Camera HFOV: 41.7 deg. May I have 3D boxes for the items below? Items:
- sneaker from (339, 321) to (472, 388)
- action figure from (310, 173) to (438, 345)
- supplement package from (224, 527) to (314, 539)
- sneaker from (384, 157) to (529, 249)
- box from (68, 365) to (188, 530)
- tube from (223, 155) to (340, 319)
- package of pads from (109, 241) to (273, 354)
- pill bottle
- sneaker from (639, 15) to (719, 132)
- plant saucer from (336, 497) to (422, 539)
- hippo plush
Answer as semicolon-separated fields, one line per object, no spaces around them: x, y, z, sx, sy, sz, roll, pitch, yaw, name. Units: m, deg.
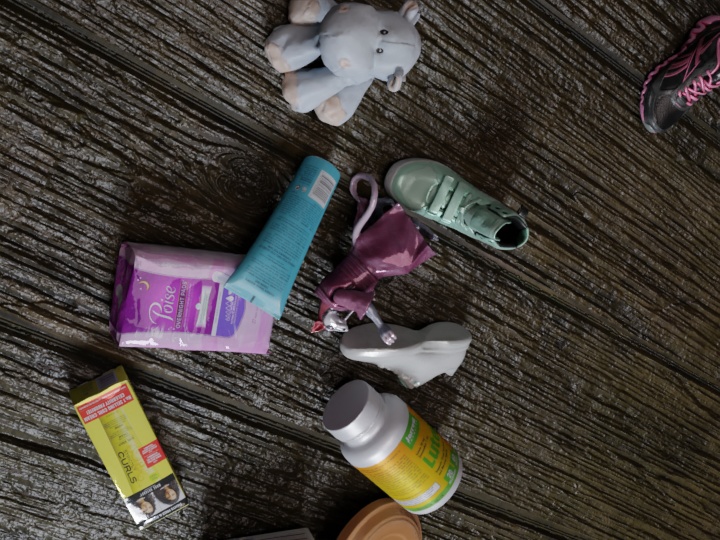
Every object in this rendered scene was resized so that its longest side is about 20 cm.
0.060;0.124;1.306;0.199;0.075;0.089;1;117;-26;sneaker
0.000;0.000;1.199;0.200;0.134;0.149;-46;118;-8;action figure
-0.127;0.473;1.277;0.155;0.111;0.201;-5;100;-15;supplement package
0.134;-0.088;1.240;0.200;0.118;0.074;20;99;-27;sneaker
-0.288;0.223;1.185;0.075;0.050;0.201;-25;114;-15;box
-0.087;-0.045;1.150;0.077;0.050;0.201;29;69;-8;tube
-0.198;0.034;1.153;0.199;0.076;0.121;6;100;-26;package of pads
0.042;0.240;1.305;0.111;0.111;0.200;-48;119;-4;pill bottle
0.484;-0.280;1.353;0.079;0.095;0.200;37;91;-31;sneaker
0.024;0.429;1.361;0.200;0.032;0.201;-18;115;-43;plant saucer
-0.001;-0.242;1.106;0.199;0.161;0.160;8;103;-26;hippo plush
